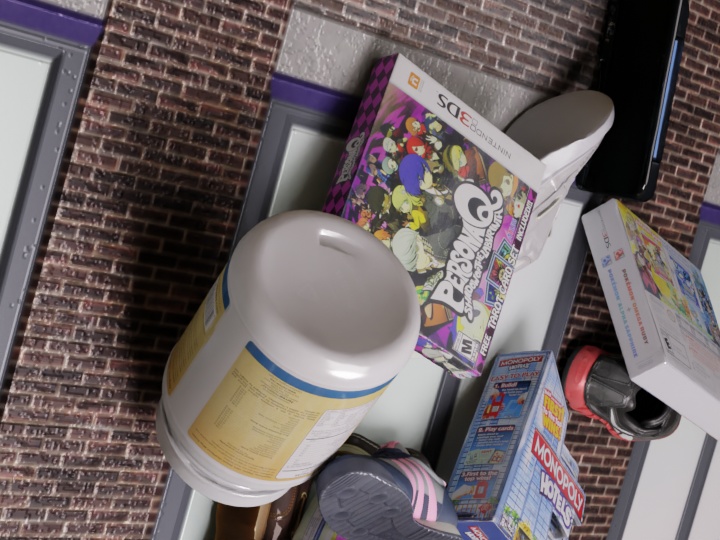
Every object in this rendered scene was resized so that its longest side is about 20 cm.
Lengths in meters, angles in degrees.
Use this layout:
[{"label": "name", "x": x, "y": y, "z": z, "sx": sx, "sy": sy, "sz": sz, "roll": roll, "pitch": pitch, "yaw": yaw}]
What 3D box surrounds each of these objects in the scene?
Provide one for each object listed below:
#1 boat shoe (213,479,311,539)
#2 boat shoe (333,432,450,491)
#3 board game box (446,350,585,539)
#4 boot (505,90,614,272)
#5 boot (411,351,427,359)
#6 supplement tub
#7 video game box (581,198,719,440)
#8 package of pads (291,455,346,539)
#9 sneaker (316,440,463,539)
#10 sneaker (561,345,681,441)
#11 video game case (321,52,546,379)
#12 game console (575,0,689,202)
[{"label": "boat shoe", "x": -0.089, "y": 0.244, "z": 1.506, "sx": 0.070, "sy": 0.070, "sz": 0.202, "roll": 20, "pitch": 89, "yaw": -46}, {"label": "boat shoe", "x": 0.030, "y": 0.185, "z": 1.628, "sx": 0.200, "sy": 0.073, "sz": 0.065, "roll": 48, "pitch": 48, "yaw": -45}, {"label": "board game box", "x": 0.153, "y": 0.186, "z": 1.708, "sx": 0.200, "sy": 0.061, "sz": 0.201, "roll": 51, "pitch": 44, "yaw": -44}, {"label": "boot", "x": 0.153, "y": -0.072, "z": 1.666, "sx": 0.199, "sy": 0.073, "sz": 0.096, "roll": -38, "pitch": 137, "yaw": -22}, {"label": "boot", "x": 0.000, "y": 0.000, "z": 1.523, "sx": 0.199, "sy": 0.072, "sz": 0.146, "roll": -1, "pitch": 93, "yaw": -43}, {"label": "supplement tub", "x": -0.058, "y": 0.068, "z": 1.358, "sx": 0.144, "sy": 0.145, "sz": 0.200, "roll": -23, "pitch": 159, "yaw": -41}, {"label": "video game box", "x": 0.294, "y": 0.049, "z": 1.801, "sx": 0.200, "sy": 0.047, "sz": 0.184, "roll": 33, "pitch": 39, "yaw": -49}, {"label": "package of pads", "x": -0.018, "y": 0.279, "z": 1.540, "sx": 0.155, "sy": 0.068, "sz": 0.201, "roll": -62, "pitch": 158, "yaw": -48}, {"label": "sneaker", "x": 0.015, "y": 0.164, "z": 1.444, "sx": 0.200, "sy": 0.070, "sz": 0.083, "roll": 46, "pitch": 26, "yaw": -58}, {"label": "sneaker", "x": 0.279, "y": 0.134, "z": 1.860, "sx": 0.200, "sy": 0.097, "sz": 0.071, "roll": 30, "pitch": 80, "yaw": -51}, {"label": "video game case", "x": 0.055, "y": -0.043, "z": 1.510, "sx": 0.181, "sy": 0.036, "sz": 0.202, "roll": 34, "pitch": 64, "yaw": -30}, {"label": "game console", "x": 0.274, "y": -0.162, "z": 1.711, "sx": 0.175, "sy": 0.116, "sz": 0.202, "roll": 8, "pitch": 95, "yaw": -49}]
